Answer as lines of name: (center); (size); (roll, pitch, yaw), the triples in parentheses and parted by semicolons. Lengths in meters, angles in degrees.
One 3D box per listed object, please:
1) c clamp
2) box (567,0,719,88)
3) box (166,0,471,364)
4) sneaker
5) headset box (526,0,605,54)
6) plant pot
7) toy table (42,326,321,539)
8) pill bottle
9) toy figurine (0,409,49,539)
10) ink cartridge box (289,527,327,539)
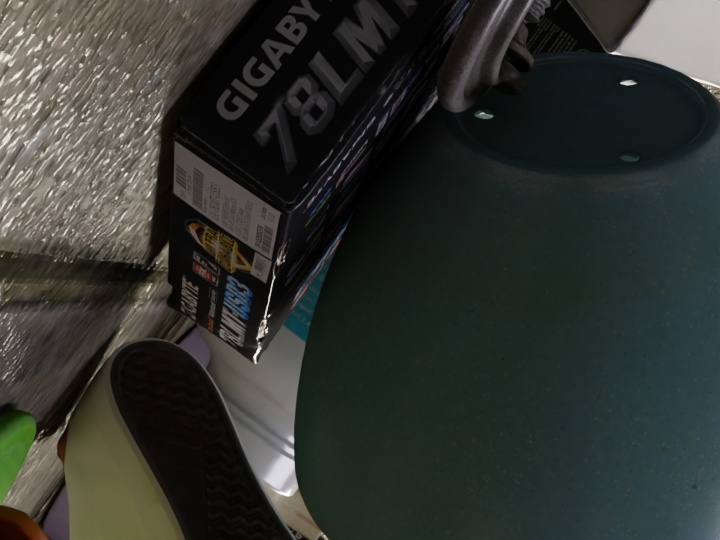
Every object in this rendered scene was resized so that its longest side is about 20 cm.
c clamp: (0.080, -0.125, 0.642); (0.201, 0.027, 0.171); (-56, 177, -10)
box: (0.175, -0.148, 0.863); (0.199, 0.128, 0.109); (12, 125, -37)
box: (0.008, -0.079, 0.694); (0.201, 0.050, 0.199); (-54, 178, -15)
sneaker: (-0.061, 0.131, 0.774); (0.072, 0.201, 0.085); (-3, 151, -39)
headset box: (0.083, -0.119, 1.060); (0.175, 0.093, 0.200); (-54, 178, 9)
plant pot: (0.074, 0.006, 0.695); (0.200, 0.198, 0.136); (-50, 146, -52)
toy table: (-0.072, 0.112, 1.040); (0.184, 0.117, 0.200); (-55, 178, 25)
pill bottle: (0.000, 0.000, 0.912); (0.201, 0.110, 0.111); (-53, 178, 0)
toy figurine: (-0.097, 0.178, 0.667); (0.201, 0.184, 0.150); (-54, 177, 29)
ink cartridge box: (-0.098, 0.207, 1.121); (0.198, 0.200, 0.044); (-37, 132, -17)
